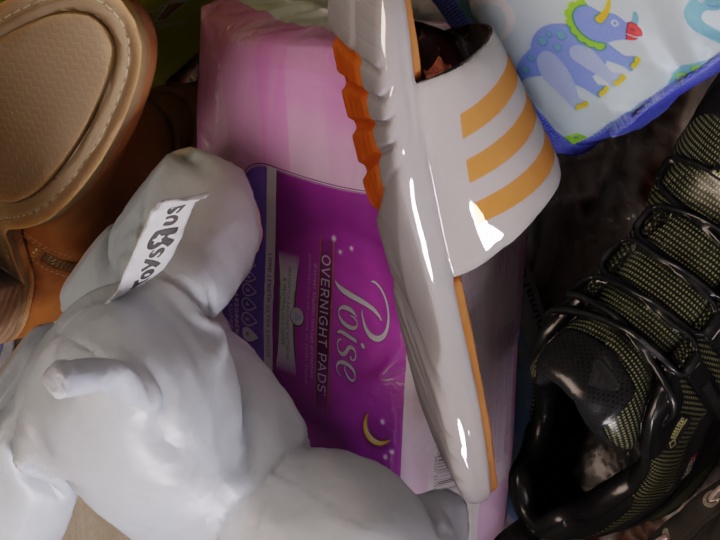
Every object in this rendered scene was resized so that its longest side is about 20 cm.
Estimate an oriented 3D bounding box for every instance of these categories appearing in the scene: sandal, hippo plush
[{"bbox_3d":[0.036,-0.022,0.810,0.079,0.059,0.208,-118,14,-61],"label":"sandal"},{"bbox_3d":[-0.038,0.059,0.843,0.161,0.160,0.200,37,146,-9],"label":"hippo plush"}]

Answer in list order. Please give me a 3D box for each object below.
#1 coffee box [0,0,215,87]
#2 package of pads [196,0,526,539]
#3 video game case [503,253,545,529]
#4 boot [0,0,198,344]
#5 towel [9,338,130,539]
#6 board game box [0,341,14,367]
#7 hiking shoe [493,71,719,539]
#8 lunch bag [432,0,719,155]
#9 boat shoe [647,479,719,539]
[{"bbox_3d":[-0.135,-0.183,0.929,0.200,0.199,0.198,-39,75,40],"label":"coffee box"},{"bbox_3d":[0.000,0.000,0.911,0.120,0.075,0.201,17,113,40],"label":"package of pads"},{"bbox_3d":[-0.006,0.031,0.992,0.199,0.022,0.183,-19,89,43],"label":"video game case"},{"bbox_3d":[-0.095,-0.051,0.932,0.074,0.154,0.200,54,132,12],"label":"boot"},{"bbox_3d":[-0.109,0.106,1.083,0.132,0.034,0.201,21,119,45],"label":"towel"},{"bbox_3d":[-0.216,-0.029,1.123,0.199,0.041,0.201,37,125,45],"label":"board game box"},{"bbox_3d":[0.107,0.017,0.817,0.076,0.101,0.201,32,120,20],"label":"hiking shoe"},{"bbox_3d":[0.083,-0.160,0.789,0.170,0.127,0.201,-34,77,41],"label":"lunch bag"},{"bbox_3d":[0.124,0.122,0.887,0.067,0.057,0.200,35,133,-8],"label":"boat shoe"}]
